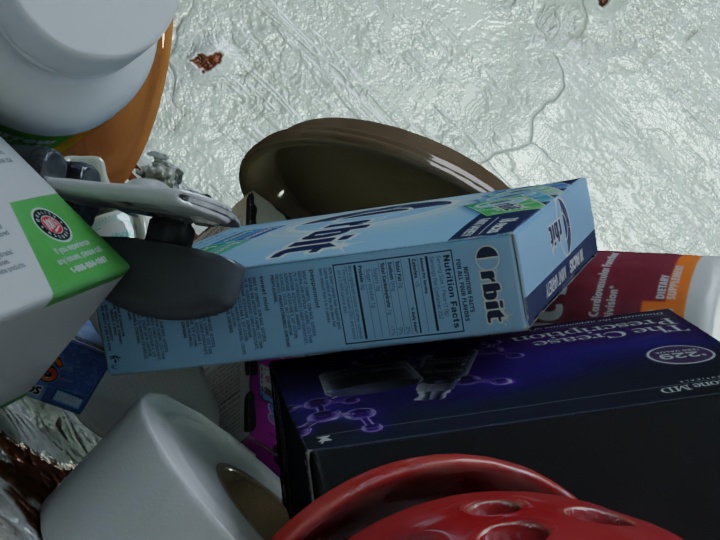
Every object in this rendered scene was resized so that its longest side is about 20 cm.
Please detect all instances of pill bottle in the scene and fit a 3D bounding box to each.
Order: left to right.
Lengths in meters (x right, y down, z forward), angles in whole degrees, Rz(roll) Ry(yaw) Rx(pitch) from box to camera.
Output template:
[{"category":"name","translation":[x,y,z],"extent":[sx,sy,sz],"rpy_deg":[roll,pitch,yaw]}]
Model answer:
[{"category":"pill bottle","translation":[-0.163,-0.109,0.745],"extent":[0.111,0.111,0.200],"rpy_deg":[43,-29,-17]},{"category":"pill bottle","translation":[0.101,0.044,0.865],"extent":[0.198,0.115,0.114],"rpy_deg":[3,-17,23]}]

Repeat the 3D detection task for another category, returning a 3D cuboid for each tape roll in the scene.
[{"category":"tape roll","translation":[-0.051,0.149,0.724],"extent":[0.202,0.071,0.202],"rpy_deg":[43,2,-2]}]

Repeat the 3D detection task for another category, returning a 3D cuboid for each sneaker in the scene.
[{"category":"sneaker","translation":[-0.133,0.017,0.849],"extent":[0.070,0.081,0.201],"rpy_deg":[-10,47,-35]}]

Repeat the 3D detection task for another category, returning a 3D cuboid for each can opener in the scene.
[{"category":"can opener","translation":[-0.142,-0.025,0.697],"extent":[0.199,0.067,0.053],"rpy_deg":[10,-8,26]}]

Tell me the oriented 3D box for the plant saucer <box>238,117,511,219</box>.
[{"category":"plant saucer","translation":[0.023,-0.032,0.946],"extent":[0.199,0.030,0.200],"rpy_deg":[20,-22,8]}]

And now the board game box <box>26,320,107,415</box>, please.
[{"category":"board game box","translation":[-0.214,-0.010,0.793],"extent":[0.135,0.035,0.200],"rpy_deg":[26,12,-33]}]

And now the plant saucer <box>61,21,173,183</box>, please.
[{"category":"plant saucer","translation":[-0.158,-0.125,0.965],"extent":[0.037,0.202,0.200],"rpy_deg":[14,-3,8]}]

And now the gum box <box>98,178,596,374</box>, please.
[{"category":"gum box","translation":[0.000,0.000,0.762],"extent":[0.170,0.198,0.045],"rpy_deg":[-30,112,-68]}]

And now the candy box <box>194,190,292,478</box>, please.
[{"category":"candy box","translation":[-0.035,0.067,0.927],"extent":[0.136,0.061,0.201],"rpy_deg":[36,32,-30]}]

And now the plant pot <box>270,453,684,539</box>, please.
[{"category":"plant pot","translation":[0.044,0.166,0.526],"extent":[0.200,0.201,0.182],"rpy_deg":[43,-6,-24]}]

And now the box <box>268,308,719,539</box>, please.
[{"category":"box","translation":[0.067,0.079,0.693],"extent":[0.141,0.198,0.080],"rpy_deg":[-126,-150,-73]}]

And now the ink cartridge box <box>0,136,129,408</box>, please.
[{"category":"ink cartridge box","translation":[-0.208,-0.031,0.612],"extent":[0.200,0.084,0.146],"rpy_deg":[44,18,6]}]
